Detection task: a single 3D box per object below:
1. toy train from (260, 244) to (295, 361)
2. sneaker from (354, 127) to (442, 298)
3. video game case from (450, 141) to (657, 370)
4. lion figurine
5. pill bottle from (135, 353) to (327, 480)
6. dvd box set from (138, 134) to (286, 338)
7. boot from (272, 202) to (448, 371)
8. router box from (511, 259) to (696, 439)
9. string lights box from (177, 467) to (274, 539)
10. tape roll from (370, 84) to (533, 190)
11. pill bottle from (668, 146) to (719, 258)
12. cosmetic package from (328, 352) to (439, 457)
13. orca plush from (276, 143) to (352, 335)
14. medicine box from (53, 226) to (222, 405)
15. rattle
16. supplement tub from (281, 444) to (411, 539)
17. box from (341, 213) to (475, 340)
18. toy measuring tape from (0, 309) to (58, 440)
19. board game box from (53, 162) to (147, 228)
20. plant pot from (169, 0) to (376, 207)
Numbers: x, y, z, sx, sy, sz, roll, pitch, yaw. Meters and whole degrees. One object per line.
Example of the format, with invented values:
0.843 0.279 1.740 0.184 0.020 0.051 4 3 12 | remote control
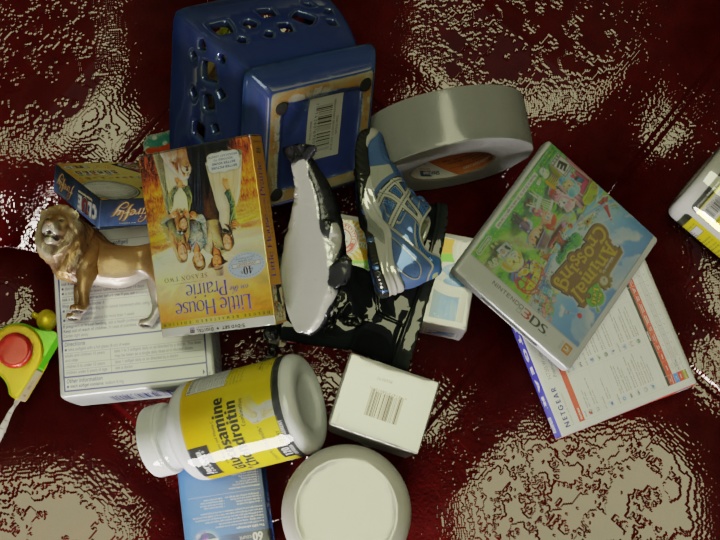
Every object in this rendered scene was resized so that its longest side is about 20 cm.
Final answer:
-0.095 0.070 1.510 0.045 0.034 0.203 9 78 -11 | toy train
0.036 -0.066 1.351 0.076 0.076 0.203 -10 67 -3 | sneaker
0.230 -0.018 1.453 0.182 0.022 0.201 40 75 -8 | video game case
-0.273 -0.004 1.406 0.197 0.072 0.124 8 71 -13 | lion figurine
-0.144 0.169 1.376 0.198 0.112 0.114 -16 79 17 | pill bottle
-0.161 -0.035 1.330 0.144 0.029 0.203 -7 91 24 | dvd box set
0.000 0.000 1.395 0.166 0.076 0.203 17 87 -1 | boot
0.284 0.077 1.501 0.177 0.049 0.202 -20 80 -4 | router box
-0.161 0.257 1.459 0.101 0.059 0.203 -8 80 -1 | string lights box
0.103 -0.154 1.466 0.197 0.200 0.067 -10 79 -2 | tape roll
0.481 -0.049 1.494 0.200 0.113 0.113 41 82 6 | pill bottle
0.022 0.158 1.408 0.106 0.200 0.086 18 81 0 | cosmetic package
-0.051 -0.036 1.336 0.104 0.071 0.203 -14 91 27 | orca plush
-0.263 0.048 1.475 0.179 0.103 0.203 -6 79 -2 | medicine box
-0.166 -0.195 1.535 0.129 0.142 0.202 3 65 45 | rattle
-0.015 0.270 1.386 0.138 0.200 0.143 0 79 0 | supplement tub
0.036 0.007 1.485 0.197 0.101 0.114 10 80 1 | box
-0.428 0.131 1.477 0.073 0.074 0.202 28 80 5 | toy measuring tape
-0.240 -0.091 1.445 0.198 0.135 0.035 -5 114 -35 | board game box
-0.093 -0.190 1.416 0.198 0.202 0.180 -17 40 -32 | plant pot
